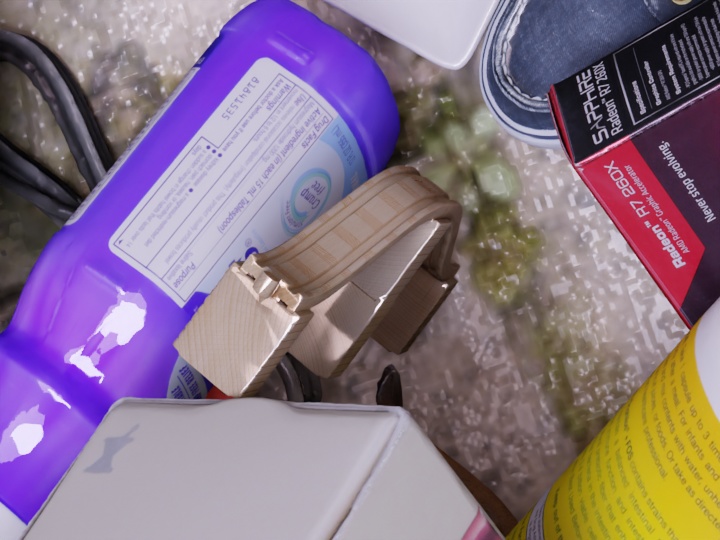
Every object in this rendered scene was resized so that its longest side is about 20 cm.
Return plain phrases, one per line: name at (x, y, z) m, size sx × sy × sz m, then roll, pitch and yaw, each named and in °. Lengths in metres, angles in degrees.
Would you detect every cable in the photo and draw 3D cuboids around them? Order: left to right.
cable at (-0.082, 0.002, 0.976) m, size 0.097 × 0.050 × 0.201 m, roll -23°, pitch 89°, yaw 18°

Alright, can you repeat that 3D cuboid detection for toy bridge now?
toy bridge at (0.000, 0.000, 0.878) m, size 0.027 × 0.200 × 0.067 m, roll 39°, pitch 101°, yaw 10°

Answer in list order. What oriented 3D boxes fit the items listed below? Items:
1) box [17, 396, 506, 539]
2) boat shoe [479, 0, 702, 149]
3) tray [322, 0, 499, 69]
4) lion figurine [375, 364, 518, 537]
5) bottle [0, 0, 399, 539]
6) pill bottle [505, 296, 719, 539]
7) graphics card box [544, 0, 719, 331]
box at (-0.004, 0.142, 0.805) m, size 0.127 × 0.109 × 0.200 m, roll -1°, pitch 135°, yaw 47°
boat shoe at (0.101, -0.115, 0.890) m, size 0.200 × 0.091 × 0.071 m, roll -43°, pitch 76°, yaw 20°
tray at (-0.025, -0.161, 0.962) m, size 0.199 × 0.022 × 0.108 m, roll 30°, pitch 102°, yaw 10°
lion figurine at (0.016, 0.143, 0.952) m, size 0.122 × 0.072 × 0.201 m, roll 23°, pitch 94°, yaw -14°
bottle at (-0.068, 0.007, 0.921) m, size 0.065 × 0.084 × 0.200 m, roll 34°, pitch 75°, yaw 17°
pill bottle at (0.122, 0.071, 0.867) m, size 0.104 × 0.104 × 0.200 m, roll 42°, pitch 123°, yaw 7°
graphics card box at (0.174, -0.051, 0.877) m, size 0.199 × 0.051 × 0.126 m, roll -30°, pitch 123°, yaw 14°
